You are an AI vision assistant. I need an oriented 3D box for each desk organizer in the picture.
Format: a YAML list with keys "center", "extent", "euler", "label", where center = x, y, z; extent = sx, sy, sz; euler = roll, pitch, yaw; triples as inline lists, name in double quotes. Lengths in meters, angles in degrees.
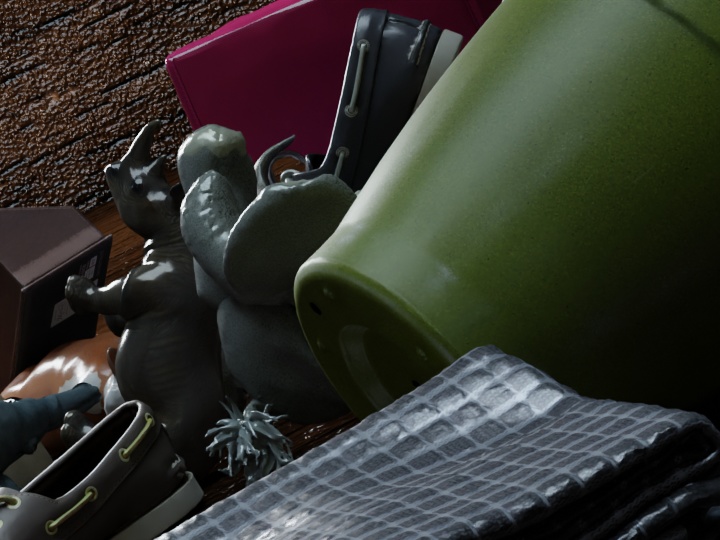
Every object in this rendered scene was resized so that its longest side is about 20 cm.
- center: [-0.221, 0.027, 1.691]
  extent: [0.072, 0.077, 0.200]
  euler: [-34, -21, -30]
  label: "desk organizer"

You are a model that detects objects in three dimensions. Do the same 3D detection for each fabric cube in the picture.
- center: [0.024, -0.100, 1.682]
  extent: [0.199, 0.196, 0.200]
  euler: [-21, 8, 17]
  label: "fabric cube"

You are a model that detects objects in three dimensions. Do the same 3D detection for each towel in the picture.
- center: [0.016, 0.100, 0.828]
  extent: [0.200, 0.086, 0.166]
  euler: [-28, 9, -19]
  label: "towel"

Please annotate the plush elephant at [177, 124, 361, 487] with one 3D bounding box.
- center: [0.000, 0.000, 1.274]
  extent: [0.155, 0.165, 0.200]
  euler: [-36, 29, 39]
  label: "plush elephant"

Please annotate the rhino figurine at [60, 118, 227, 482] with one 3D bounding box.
- center: [-0.106, 0.021, 1.375]
  extent: [0.087, 0.200, 0.060]
  euler: [0, -1, 33]
  label: "rhino figurine"

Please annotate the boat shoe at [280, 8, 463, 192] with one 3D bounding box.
- center: [-0.010, -0.049, 1.428]
  extent: [0.073, 0.063, 0.200]
  euler: [-66, 0, -75]
  label: "boat shoe"

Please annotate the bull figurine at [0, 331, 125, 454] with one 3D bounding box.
- center: [-0.152, 0.068, 1.613]
  extent: [0.121, 0.065, 0.200]
  euler: [-28, 8, -40]
  label: "bull figurine"

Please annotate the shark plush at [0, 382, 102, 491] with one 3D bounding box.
- center: [-0.213, 0.119, 1.452]
  extent: [0.091, 0.083, 0.200]
  euler: [-58, -12, 25]
  label: "shark plush"

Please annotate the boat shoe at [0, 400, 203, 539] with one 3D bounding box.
- center: [-0.159, 0.129, 1.260]
  extent: [0.072, 0.060, 0.200]
  euler: [-16, 13, 47]
  label: "boat shoe"

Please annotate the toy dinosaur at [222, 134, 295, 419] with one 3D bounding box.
- center: [-0.061, 0.019, 1.487]
  extent: [0.200, 0.077, 0.102]
  euler: [-59, 10, -11]
  label: "toy dinosaur"

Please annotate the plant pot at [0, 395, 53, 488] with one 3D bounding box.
- center: [-0.298, 0.109, 1.553]
  extent: [0.200, 0.135, 0.200]
  euler: [-26, 8, 4]
  label: "plant pot"

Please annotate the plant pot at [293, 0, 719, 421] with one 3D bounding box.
- center: [0.083, -0.010, 1.031]
  extent: [0.193, 0.200, 0.200]
  euler: [-41, 13, -20]
  label: "plant pot"
